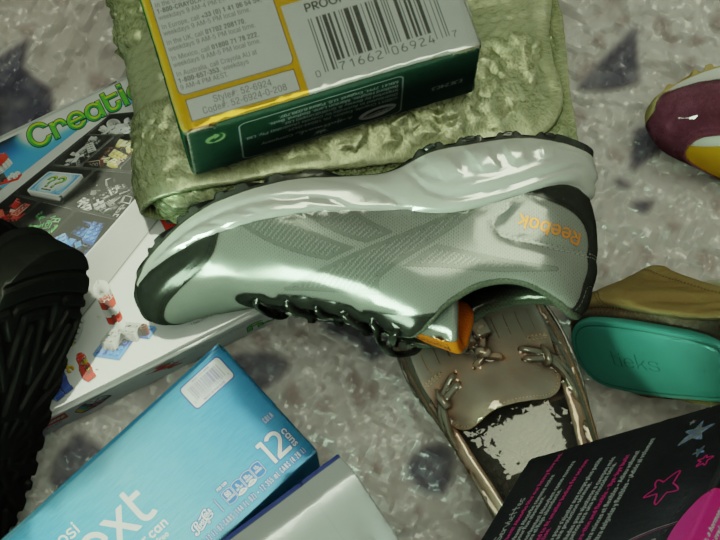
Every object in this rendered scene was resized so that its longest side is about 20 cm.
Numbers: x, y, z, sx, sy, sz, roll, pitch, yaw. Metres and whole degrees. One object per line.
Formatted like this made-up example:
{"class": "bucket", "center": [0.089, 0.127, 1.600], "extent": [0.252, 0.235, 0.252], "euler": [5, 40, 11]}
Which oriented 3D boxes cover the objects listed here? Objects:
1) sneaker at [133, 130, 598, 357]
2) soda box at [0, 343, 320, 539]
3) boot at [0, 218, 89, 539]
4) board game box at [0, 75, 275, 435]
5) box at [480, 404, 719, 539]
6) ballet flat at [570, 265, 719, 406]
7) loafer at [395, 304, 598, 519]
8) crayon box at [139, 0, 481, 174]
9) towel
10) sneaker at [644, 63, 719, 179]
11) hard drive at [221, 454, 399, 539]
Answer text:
{"class": "sneaker", "center": [0.000, 0.000, 0.729], "extent": [0.199, 0.074, 0.080], "euler": [-11, 78, 17]}
{"class": "soda box", "center": [-0.110, 0.125, 0.759], "extent": [0.200, 0.068, 0.064], "euler": [-42, 80, -8]}
{"class": "boot", "center": [-0.212, 0.044, 0.767], "extent": [0.158, 0.079, 0.212], "euler": [28, 101, 22]}
{"class": "board game box", "center": [-0.082, -0.027, 0.809], "extent": [0.199, 0.035, 0.127], "euler": [-26, 78, -6]}
{"class": "box", "center": [0.094, 0.164, 0.626], "extent": [0.132, 0.115, 0.200], "euler": [53, 46, -16]}
{"class": "ballet flat", "center": [0.174, 0.031, 0.736], "extent": [0.063, 0.200, 0.069], "euler": [-34, 123, -32]}
{"class": "loafer", "center": [0.069, 0.068, 0.760], "extent": [0.072, 0.063, 0.201], "euler": [-25, 88, -1]}
{"class": "crayon box", "center": [-0.040, -0.154, 0.761], "extent": [0.125, 0.052, 0.201], "euler": [-17, 74, -5]}
{"class": "towel", "center": [-0.010, -0.103, 0.791], "extent": [0.199, 0.036, 0.149], "euler": [-10, 76, -3]}
{"class": "sneaker", "center": [0.221, -0.031, 0.791], "extent": [0.199, 0.075, 0.090], "euler": [11, 72, 3]}
{"class": "hard drive", "center": [-0.056, 0.183, 0.731], "extent": [0.200, 0.025, 0.132], "euler": [-36, 120, -8]}
